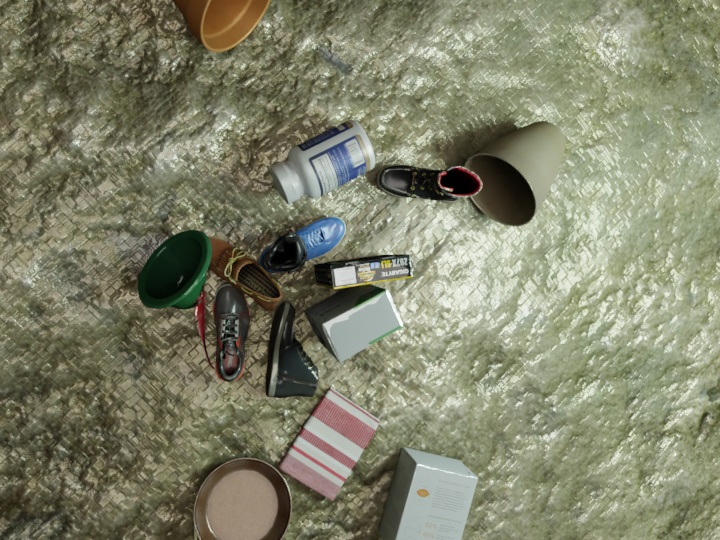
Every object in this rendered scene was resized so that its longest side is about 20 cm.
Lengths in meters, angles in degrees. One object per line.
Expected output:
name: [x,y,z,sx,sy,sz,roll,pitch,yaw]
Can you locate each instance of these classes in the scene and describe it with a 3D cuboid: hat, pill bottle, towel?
hat: [-0.330,0.049,1.195,0.201,0.165,0.176,-56,141,-15]
pill bottle: [-0.079,-0.216,1.209,0.199,0.111,0.112,-28,99,-11]
towel: [-0.065,0.375,1.286,0.143,0.023,0.201,35,83,-11]

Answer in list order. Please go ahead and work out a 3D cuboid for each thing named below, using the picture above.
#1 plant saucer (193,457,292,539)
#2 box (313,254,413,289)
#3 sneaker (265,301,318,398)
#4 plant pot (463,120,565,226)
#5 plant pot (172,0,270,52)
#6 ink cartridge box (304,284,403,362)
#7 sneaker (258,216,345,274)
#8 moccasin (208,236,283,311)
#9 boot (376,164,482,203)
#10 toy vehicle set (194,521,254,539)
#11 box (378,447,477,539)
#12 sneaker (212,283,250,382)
plant saucer: [-0.241,0.490,1.220,0.198,0.037,0.203,4,75,-14]
box: [0.000,0.000,1.193,0.158,0.200,0.050,-10,93,-14]
sneaker: [-0.135,0.166,1.238,0.105,0.075,0.203,6,100,-19]
plant pot: [0.357,-0.231,1.296,0.200,0.187,0.188,-43,102,-23]
plant pot: [-0.276,-0.538,1.114,0.140,0.200,0.200,40,83,4]
ink cartridge box: [-0.019,0.095,1.193,0.144,0.200,0.088,-28,102,-12]
sneaker: [-0.111,-0.052,1.208,0.198,0.111,0.078,-24,98,-12]
moccasin: [-0.238,0.002,1.180,0.201,0.078,0.074,44,65,6]
boot: [0.146,-0.185,1.245,0.198,0.150,0.074,12,90,-14]
toy vehicle set: [-0.283,0.623,1.239,0.123,0.026,0.203,0,93,-14]
box: [0.146,0.515,1.300,0.151,0.106,0.202,17,89,-14]
sneaker: [-0.257,0.127,1.193,0.076,0.082,0.203,-3,90,-13]
